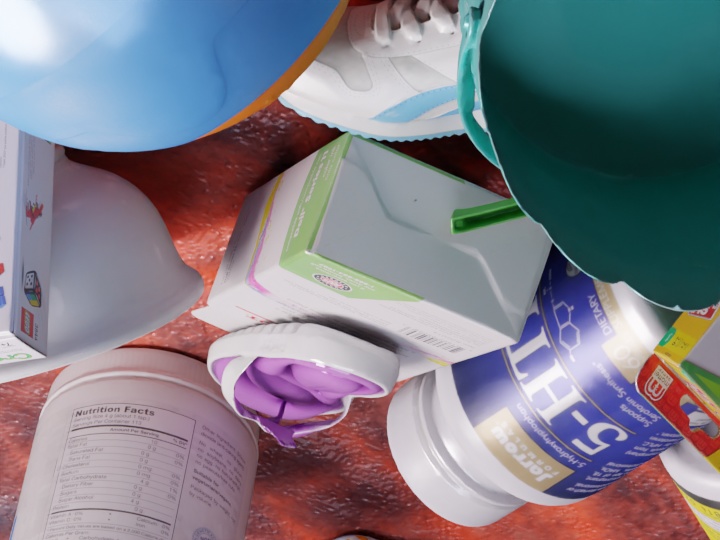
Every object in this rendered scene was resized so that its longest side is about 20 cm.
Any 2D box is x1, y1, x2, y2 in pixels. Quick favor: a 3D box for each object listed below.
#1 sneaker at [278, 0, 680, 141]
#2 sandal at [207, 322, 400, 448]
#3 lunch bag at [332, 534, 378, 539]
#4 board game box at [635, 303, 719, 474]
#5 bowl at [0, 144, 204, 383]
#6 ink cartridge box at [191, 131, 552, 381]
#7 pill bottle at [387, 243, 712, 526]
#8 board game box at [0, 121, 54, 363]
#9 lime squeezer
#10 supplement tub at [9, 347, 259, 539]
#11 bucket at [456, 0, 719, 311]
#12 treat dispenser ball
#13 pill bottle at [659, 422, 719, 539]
[{"bbox_3d":[0.052,-0.107,1.100,0.199,0.077,0.081,2,129,-1],"label":"sneaker"},{"bbox_3d":[-0.039,0.064,1.235,0.082,0.050,0.203,21,166,-9],"label":"sandal"},{"bbox_3d":[0.023,0.249,1.500,0.200,0.076,0.160,30,132,-24],"label":"lunch bag"},{"bbox_3d":[0.219,0.004,1.128,0.200,0.030,0.096,-49,123,-3],"label":"board game box"},{"bbox_3d":[-0.184,-0.011,1.184,0.201,0.201,0.091,-8,103,17],"label":"bowl"},{"bbox_3d":[0.000,0.000,1.194,0.117,0.067,0.200,23,163,-16],"label":"ink cartridge box"},{"bbox_3d":[0.110,0.052,1.226,0.120,0.120,0.200,31,134,-24],"label":"pill bottle"},{"bbox_3d":[-0.204,-0.049,1.106,0.126,0.200,0.035,-8,157,19],"label":"board game box"},{"bbox_3d":[0.146,-0.038,1.100,0.200,0.071,0.038,2,104,14],"label":"lime squeezer"},{"bbox_3d":[-0.131,0.158,1.325,0.132,0.200,0.132,4,138,4],"label":"supplement tub"},{"bbox_3d":[0.136,-0.096,0.992,0.207,0.135,0.208,-2,111,-6],"label":"bucket"},{"bbox_3d":[-0.097,-0.149,0.973,0.200,0.201,0.201,5,139,4],"label":"treat dispenser ball"},{"bbox_3d":[0.244,0.129,1.297,0.111,0.111,0.200,-14,133,23],"label":"pill bottle"}]
